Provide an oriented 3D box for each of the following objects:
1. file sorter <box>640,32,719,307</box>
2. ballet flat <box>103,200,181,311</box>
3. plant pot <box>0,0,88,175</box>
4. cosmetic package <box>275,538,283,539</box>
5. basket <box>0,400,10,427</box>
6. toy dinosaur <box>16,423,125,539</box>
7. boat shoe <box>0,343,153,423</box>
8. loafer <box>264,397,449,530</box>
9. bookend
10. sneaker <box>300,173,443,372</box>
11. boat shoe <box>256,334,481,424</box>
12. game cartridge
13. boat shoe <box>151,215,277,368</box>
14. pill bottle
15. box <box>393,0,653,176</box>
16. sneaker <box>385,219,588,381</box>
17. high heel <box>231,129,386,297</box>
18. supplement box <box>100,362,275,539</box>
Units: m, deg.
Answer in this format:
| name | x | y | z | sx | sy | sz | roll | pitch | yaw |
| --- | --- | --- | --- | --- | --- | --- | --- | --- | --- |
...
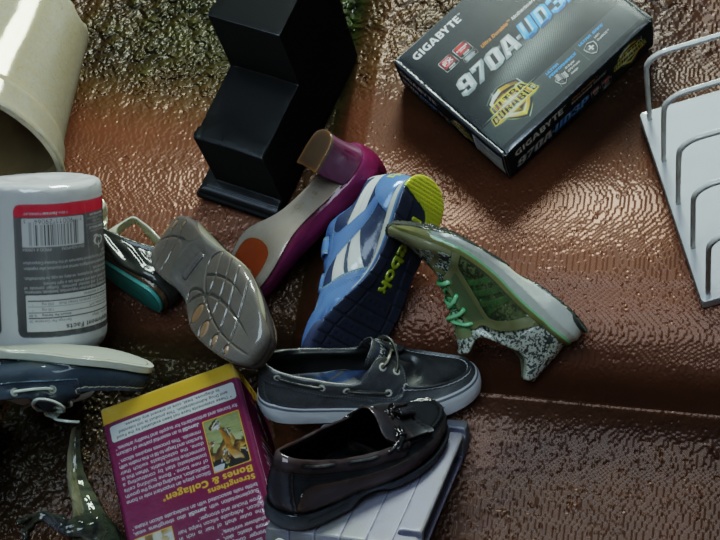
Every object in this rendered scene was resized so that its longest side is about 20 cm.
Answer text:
| name | x | y | z | sx | sy | sz | roll | pitch | yaw |
| --- | --- | --- | --- | --- | --- | --- | --- | --- | --- |
| file sorter | 0.335 | -0.098 | 1.342 | 0.137 | 0.125 | 0.202 | -15 | 62 | 5 |
| ballet flat | -0.249 | -0.028 | 1.483 | 0.199 | 0.068 | 0.069 | 28 | 64 | 13 |
| plant pot | -0.357 | -0.184 | 1.521 | 0.198 | 0.201 | 0.185 | 5 | 55 | 15 |
| cosmetic package | -0.037 | 0.294 | 1.199 | 0.087 | 0.200 | 0.104 | 32 | 75 | 23 |
| basket | -0.441 | 0.145 | 1.373 | 0.198 | 0.143 | 0.150 | 6 | 64 | 34 |
| toy dinosaur | -0.250 | 0.238 | 1.365 | 0.087 | 0.048 | 0.201 | -23 | 61 | -15 |
| boat shoe | -0.277 | 0.095 | 1.315 | 0.198 | 0.075 | 0.063 | 4 | 92 | -21 |
| loafer | 0.003 | 0.141 | 1.241 | 0.071 | 0.064 | 0.199 | 20 | 33 | 38 |
| bookend | -0.097 | -0.184 | 1.441 | 0.091 | 0.199 | 0.201 | 18 | 71 | 18 |
| sneaker | 0.000 | 0.000 | 1.404 | 0.082 | 0.074 | 0.201 | 22 | 79 | 47 |
| boat shoe | 0.006 | 0.088 | 1.342 | 0.198 | 0.067 | 0.070 | -2 | 37 | 3 |
| game cartridge | 0.008 | 0.178 | 1.275 | 0.128 | 0.039 | 0.200 | 1 | 24 | 17 |
| boat shoe | -0.116 | 0.021 | 1.377 | 0.075 | 0.073 | 0.200 | -49 | 43 | 11 |
| pill bottle | -0.286 | 0.016 | 1.400 | 0.110 | 0.111 | 0.202 | 2 | 100 | 14 |
| box | 0.157 | -0.209 | 1.479 | 0.200 | 0.046 | 0.159 | -42 | 63 | -8 |
| sneaker | 0.098 | 0.028 | 1.343 | 0.199 | 0.077 | 0.089 | 33 | 91 | -1 |
| high heel | -0.049 | -0.031 | 1.451 | 0.201 | 0.096 | 0.067 | -55 | 46 | 9 |
| supplement box | -0.130 | 0.202 | 1.320 | 0.130 | 0.103 | 0.202 | -18 | 62 | 4 |
